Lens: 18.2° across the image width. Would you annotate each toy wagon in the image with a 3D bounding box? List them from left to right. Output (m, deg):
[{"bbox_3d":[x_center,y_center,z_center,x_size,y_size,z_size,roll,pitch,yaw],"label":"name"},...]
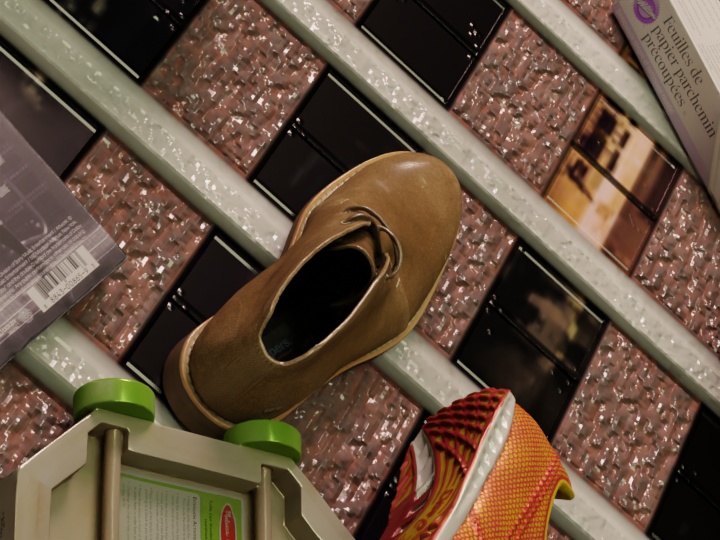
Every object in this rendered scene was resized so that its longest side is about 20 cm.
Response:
[{"bbox_3d":[-0.049,0.132,0.871,0.200,0.040,0.156,18,55,-30],"label":"toy wagon"}]

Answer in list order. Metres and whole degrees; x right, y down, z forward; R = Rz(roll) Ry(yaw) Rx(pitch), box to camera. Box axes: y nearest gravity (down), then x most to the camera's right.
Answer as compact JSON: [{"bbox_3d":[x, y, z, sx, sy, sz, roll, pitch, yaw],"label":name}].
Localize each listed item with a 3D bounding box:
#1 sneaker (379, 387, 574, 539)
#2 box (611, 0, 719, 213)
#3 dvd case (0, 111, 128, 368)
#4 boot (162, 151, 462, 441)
[{"bbox_3d":[0.034,0.128,0.864,0.077,0.073,0.200,52,47,-15],"label":"sneaker"},{"bbox_3d":[0.200,-0.066,1.184,0.041,0.039,0.200,-16,75,-43],"label":"box"},{"bbox_3d":[-0.202,-0.040,0.871,0.200,0.016,0.149,49,47,-4],"label":"dvd case"},{"bbox_3d":[0.000,0.000,0.964,0.074,0.075,0.200,47,44,-2],"label":"boot"}]
